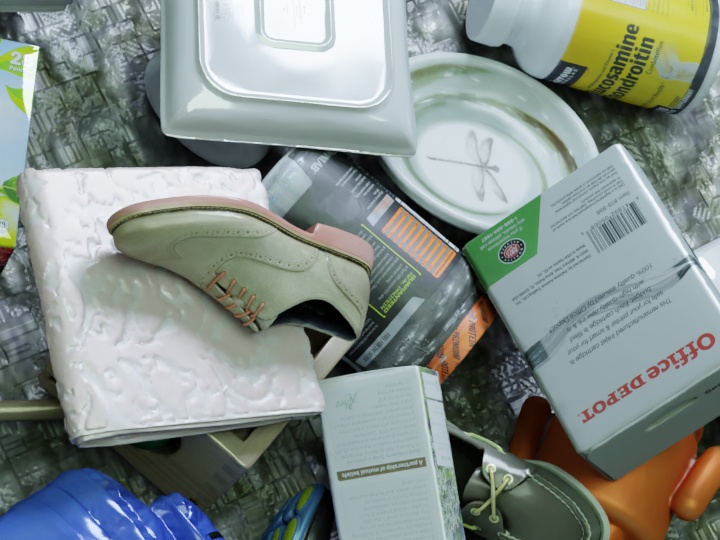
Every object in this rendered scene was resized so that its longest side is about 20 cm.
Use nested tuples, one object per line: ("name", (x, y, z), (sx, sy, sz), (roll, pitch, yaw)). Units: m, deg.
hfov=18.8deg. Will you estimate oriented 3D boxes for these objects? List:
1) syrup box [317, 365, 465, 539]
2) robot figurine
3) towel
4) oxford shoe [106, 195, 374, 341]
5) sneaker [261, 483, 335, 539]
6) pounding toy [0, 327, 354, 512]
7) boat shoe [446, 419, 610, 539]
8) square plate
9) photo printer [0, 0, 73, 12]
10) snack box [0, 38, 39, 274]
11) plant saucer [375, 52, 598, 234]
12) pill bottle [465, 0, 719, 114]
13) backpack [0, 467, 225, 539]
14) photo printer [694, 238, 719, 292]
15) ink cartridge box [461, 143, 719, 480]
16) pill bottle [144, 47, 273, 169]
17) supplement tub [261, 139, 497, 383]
("syrup box", (0.027, 0.173, 1.549), (0.081, 0.079, 0.200), (-10, 82, 12))
("robot figurine", (0.197, 0.146, 1.670), (0.117, 0.144, 0.200), (38, 61, -26))
("towel", (-0.134, 0.020, 1.508), (0.191, 0.032, 0.200), (-3, 66, -31))
("oxford shoe", (-0.078, 0.000, 1.488), (0.200, 0.071, 0.074), (11, 63, -24))
("sneaker", (-0.034, 0.256, 1.579), (0.083, 0.071, 0.200), (7, 74, -24))
("pounding toy", (-0.147, 0.075, 1.581), (0.184, 0.142, 0.200), (42, 52, -2))
("boat shoe", (0.088, 0.160, 1.604), (0.202, 0.060, 0.072), (26, 98, 28))
("square plate", (-0.052, -0.187, 1.625), (0.198, 0.028, 0.200), (4, 69, -19))
("photo printer", (-0.325, -0.264, 1.637), (0.200, 0.069, 0.166), (-2, 45, -20))
("snack box", (-0.347, -0.098, 1.595), (0.200, 0.068, 0.169), (11, 66, -17))
("plant saucer", (0.093, -0.089, 1.738), (0.200, 0.050, 0.200), (13, 45, -13))
("pill bottle", (0.194, -0.204, 1.801), (0.200, 0.112, 0.112), (13, 67, -14))
("backpack", (-0.166, 0.235, 1.490), (0.200, 0.163, 0.168), (41, 53, 13))
("photo printer", (0.317, 0.050, 1.714), (0.166, 0.069, 0.200), (55, 27, 7))
("ink cartridge box", (0.188, 0.032, 1.601), (0.147, 0.083, 0.200), (-33, 59, 10))
("pill bottle", (-0.067, -0.183, 1.699), (0.116, 0.116, 0.200), (41, 62, -1))
("supplement tub", (0.000, 0.000, 1.651), (0.200, 0.123, 0.123), (41, 63, -1))
